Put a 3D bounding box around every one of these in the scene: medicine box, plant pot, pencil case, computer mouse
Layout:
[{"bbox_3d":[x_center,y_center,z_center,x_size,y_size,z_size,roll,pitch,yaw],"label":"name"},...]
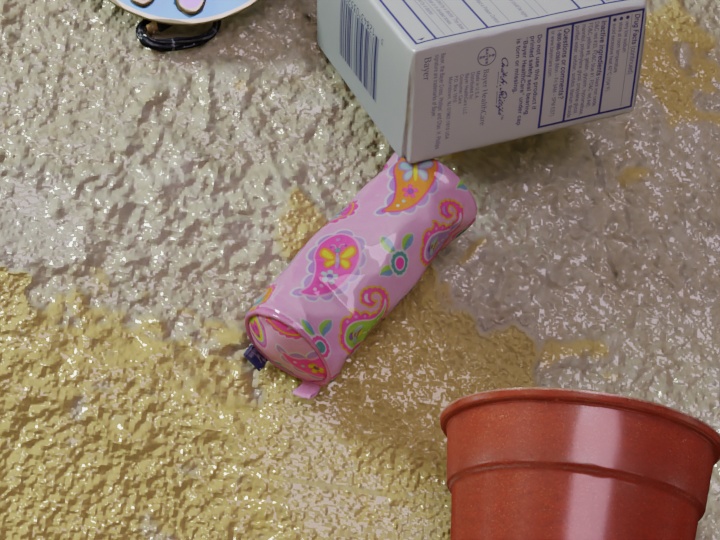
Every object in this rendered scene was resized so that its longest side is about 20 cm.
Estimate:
[{"bbox_3d":[0.090,-0.189,1.602,0.199,0.104,0.182,-13,40,-19],"label":"medicine box"},{"bbox_3d":[0.142,0.204,1.415,0.199,0.201,0.197,10,70,-8],"label":"plant pot"},{"bbox_3d":[0.000,0.000,1.539,0.087,0.088,0.200,38,62,7],"label":"pencil case"},{"bbox_3d":[-0.097,-0.235,1.659,0.059,0.034,0.200,45,64,10],"label":"computer mouse"}]

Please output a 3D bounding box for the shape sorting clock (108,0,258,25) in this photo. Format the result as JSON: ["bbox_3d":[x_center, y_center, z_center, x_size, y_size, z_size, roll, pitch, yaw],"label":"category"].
[{"bbox_3d":[-0.139,-0.292,1.624,0.198,0.039,0.202,1,82,-7],"label":"shape sorting clock"}]
